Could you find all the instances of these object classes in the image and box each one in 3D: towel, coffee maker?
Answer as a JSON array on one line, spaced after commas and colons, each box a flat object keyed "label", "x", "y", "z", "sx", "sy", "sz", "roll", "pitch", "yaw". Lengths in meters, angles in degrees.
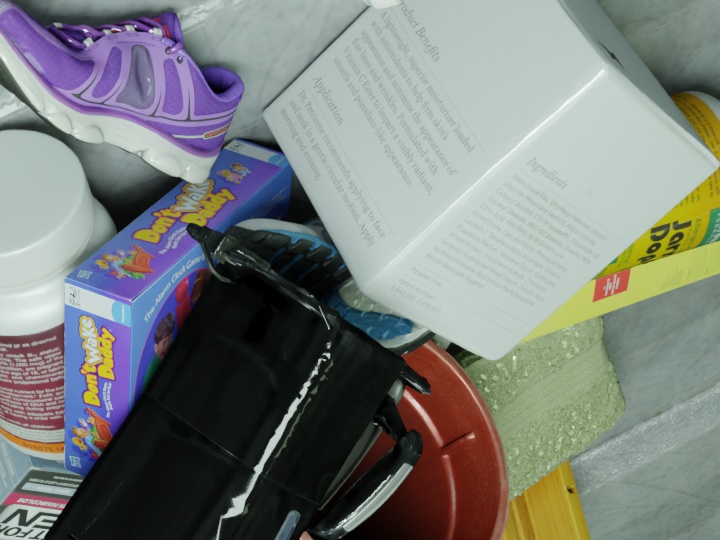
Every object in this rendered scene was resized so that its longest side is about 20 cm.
[{"label": "towel", "x": 0.130, "y": 0.110, "z": 1.314, "sx": 0.199, "sy": 0.036, "sz": 0.150, "roll": -31, "pitch": 120, "yaw": -22}, {"label": "coffee maker", "x": -0.083, "y": 0.098, "z": 0.898, "sx": 0.192, "sy": 0.134, "sz": 0.201, "roll": 36, "pitch": 84, "yaw": -32}]

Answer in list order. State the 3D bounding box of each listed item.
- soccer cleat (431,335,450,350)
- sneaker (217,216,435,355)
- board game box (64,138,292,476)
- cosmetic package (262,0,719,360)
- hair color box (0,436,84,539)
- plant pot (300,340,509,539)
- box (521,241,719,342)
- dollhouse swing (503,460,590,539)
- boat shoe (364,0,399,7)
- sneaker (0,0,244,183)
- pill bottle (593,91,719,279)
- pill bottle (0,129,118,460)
[{"label": "soccer cleat", "x": 0.000, "y": 0.000, "z": 1.155, "sx": 0.199, "sy": 0.069, "sz": 0.078, "roll": 19, "pitch": 91, "yaw": -36}, {"label": "sneaker", "x": -0.031, "y": -0.002, "z": 1.035, "sx": 0.075, "sy": 0.087, "sz": 0.199, "roll": -41, "pitch": 147, "yaw": 16}, {"label": "board game box", "x": -0.109, "y": 0.022, "z": 0.994, "sx": 0.200, "sy": 0.044, "sz": 0.136, "roll": -47, "pitch": 150, "yaw": -53}, {"label": "cosmetic package", "x": 0.081, "y": -0.083, "z": 1.018, "sx": 0.200, "sy": 0.166, "sz": 0.165, "roll": -41, "pitch": 143, "yaw": 17}, {"label": "hair color box", "x": -0.265, "y": 0.193, "z": 1.193, "sx": 0.098, "sy": 0.061, "sz": 0.200, "roll": 17, "pitch": 124, "yaw": -45}, {"label": "plant pot", "x": -0.030, "y": 0.163, "z": 1.147, "sx": 0.199, "sy": 0.203, "sz": 0.195, "roll": 2, "pitch": 154, "yaw": -35}, {"label": "box", "x": 0.183, "y": -0.009, "z": 1.253, "sx": 0.198, "sy": 0.076, "sz": 0.050, "roll": -17, "pitch": 142, "yaw": -16}, {"label": "dollhouse swing", "x": 0.133, "y": 0.194, "z": 1.389, "sx": 0.198, "sy": 0.184, "sz": 0.176, "roll": 6, "pitch": 150, "yaw": -38}, {"label": "boat shoe", "x": -0.031, "y": -0.208, "z": 0.875, "sx": 0.068, "sy": 0.073, "sz": 0.200, "roll": -9, "pitch": 157, "yaw": 18}, {"label": "sneaker", "x": -0.143, "y": -0.119, "z": 0.920, "sx": 0.199, "sy": 0.080, "sz": 0.084, "roll": 20, "pitch": 106, "yaw": -54}, {"label": "pill bottle", "x": 0.214, "y": -0.066, "z": 1.173, "sx": 0.198, "sy": 0.113, "sz": 0.113, "roll": -16, "pitch": 142, "yaw": -19}, {"label": "pill bottle", "x": -0.195, "y": 0.017, "z": 0.989, "sx": 0.113, "sy": 0.115, "sz": 0.201, "roll": -21, "pitch": 143, "yaw": -12}]
